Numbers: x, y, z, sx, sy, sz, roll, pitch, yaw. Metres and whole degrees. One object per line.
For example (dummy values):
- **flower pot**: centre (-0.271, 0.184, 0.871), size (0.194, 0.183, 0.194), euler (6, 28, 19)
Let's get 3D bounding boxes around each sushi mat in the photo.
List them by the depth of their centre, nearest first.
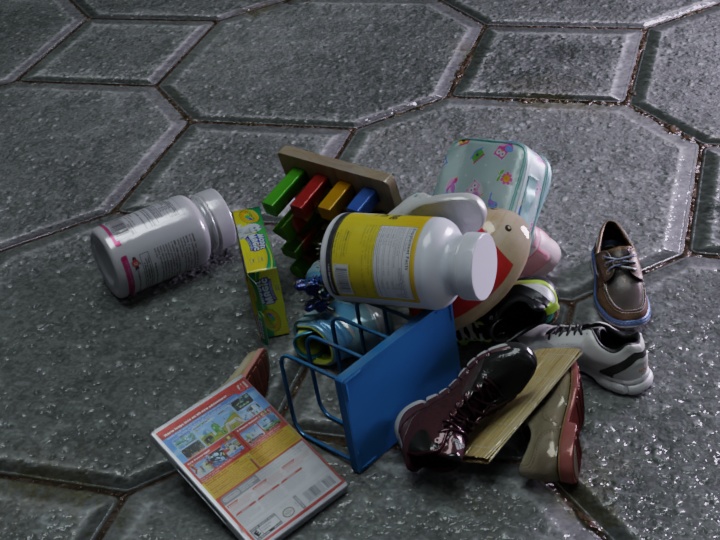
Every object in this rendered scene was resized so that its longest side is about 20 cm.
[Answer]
- **sushi mat**: centre (0.182, 0.161, 1.466), size (0.200, 0.012, 0.096), euler (-44, 18, -28)

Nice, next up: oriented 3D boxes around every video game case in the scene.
- **video game case**: centre (-0.132, 0.226, 1.430), size (0.143, 0.017, 0.200), euler (-31, 62, -32)

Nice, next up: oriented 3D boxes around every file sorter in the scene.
- **file sorter**: centre (0.013, 0.124, 1.511), size (0.122, 0.139, 0.200), euler (19, 42, 40)

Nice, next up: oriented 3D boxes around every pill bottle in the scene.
- **pill bottle**: centre (0.059, -0.011, 1.474), size (0.199, 0.113, 0.112), euler (5, 35, 28)
- **pill bottle**: centre (-0.297, -0.046, 1.841), size (0.199, 0.114, 0.113), euler (-24, 37, -23)

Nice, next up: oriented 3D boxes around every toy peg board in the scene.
- **toy peg board**: centre (-0.034, -0.056, 1.747), size (0.198, 0.201, 0.098), euler (19, 57, 33)

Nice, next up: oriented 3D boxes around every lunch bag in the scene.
- **lunch bag**: centre (0.173, -0.078, 1.669), size (0.160, 0.077, 0.201), euler (10, 80, 43)

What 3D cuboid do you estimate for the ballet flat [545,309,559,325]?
- **ballet flat**: centre (0.173, 0.052, 1.664), size (0.199, 0.071, 0.065), euler (4, 8, 12)

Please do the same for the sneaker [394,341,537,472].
- **sneaker**: centre (0.129, 0.174, 1.412), size (0.200, 0.076, 0.116), euler (-38, 23, 18)

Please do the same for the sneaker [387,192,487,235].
- **sneaker**: centre (0.084, -0.072, 1.553), size (0.199, 0.075, 0.089), euler (-19, 30, 41)

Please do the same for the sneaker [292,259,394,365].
- **sneaker**: centre (-0.055, 0.057, 1.674), size (0.130, 0.080, 0.200), euler (-22, 35, -23)

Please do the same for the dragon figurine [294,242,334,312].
- **dragon figurine**: centre (0.000, 0.000, 1.639), size (0.199, 0.059, 0.100), euler (-13, 42, -15)

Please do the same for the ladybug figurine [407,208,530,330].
- **ladybug figurine**: centre (0.129, -0.004, 1.564), size (0.200, 0.072, 0.136), euler (-47, 44, 10)

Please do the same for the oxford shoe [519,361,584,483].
- **oxford shoe**: centre (0.229, 0.173, 1.456), size (0.074, 0.071, 0.200), euler (-4, 31, 17)

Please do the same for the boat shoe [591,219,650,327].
- **boat shoe**: centre (0.353, 0.002, 1.679), size (0.072, 0.073, 0.200), euler (-7, 34, 1)

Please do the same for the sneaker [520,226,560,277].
- **sneaker**: centre (0.198, -0.017, 1.750), size (0.200, 0.104, 0.076), euler (-12, 66, 42)

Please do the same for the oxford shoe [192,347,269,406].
- **oxford shoe**: centre (-0.175, 0.166, 1.542), size (0.073, 0.071, 0.200), euler (4, 35, 22)

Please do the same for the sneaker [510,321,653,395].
- **sneaker**: centre (0.281, 0.092, 1.557), size (0.199, 0.080, 0.074), euler (13, 41, 31)

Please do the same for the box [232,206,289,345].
- **box**: centre (-0.142, 0.007, 1.729), size (0.048, 0.118, 0.200), euler (-11, 34, -4)

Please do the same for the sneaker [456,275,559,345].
- **sneaker**: centre (0.164, 0.061, 1.577), size (0.199, 0.072, 0.083), euler (-22, 21, 27)
